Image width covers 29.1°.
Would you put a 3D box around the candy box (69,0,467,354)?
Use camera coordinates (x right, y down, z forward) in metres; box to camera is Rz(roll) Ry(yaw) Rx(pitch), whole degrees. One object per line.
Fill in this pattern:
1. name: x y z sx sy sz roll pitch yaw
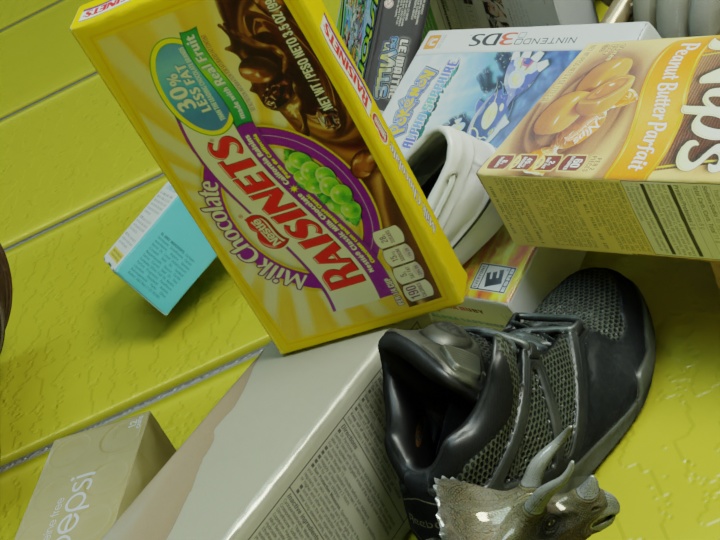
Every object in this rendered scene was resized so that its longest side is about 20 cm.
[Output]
1. candy box: -0.036 -0.049 0.626 0.102 0.200 0.026 -15 36 22

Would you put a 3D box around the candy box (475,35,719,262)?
1. candy box: 0.168 -0.062 0.675 0.200 0.055 0.116 6 47 49

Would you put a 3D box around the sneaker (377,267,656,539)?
1. sneaker: 0.077 0.045 0.662 0.076 0.115 0.200 4 41 41

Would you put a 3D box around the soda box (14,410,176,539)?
1. soda box: -0.141 0.166 0.708 0.067 0.064 0.200 -18 32 18

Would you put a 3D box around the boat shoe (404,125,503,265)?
1. boat shoe: 0.000 0.000 0.774 0.200 0.065 0.074 -52 43 12

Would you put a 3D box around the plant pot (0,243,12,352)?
1. plant pot: -0.319 0.070 0.896 0.200 0.201 0.198 -29 37 0

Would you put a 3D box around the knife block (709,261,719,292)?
1. knife block: 0.272 -0.068 0.715 0.175 0.064 0.200 -12 33 29

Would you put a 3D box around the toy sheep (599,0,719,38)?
1. toy sheep: 0.229 -0.171 0.858 0.200 0.138 0.138 24 57 38

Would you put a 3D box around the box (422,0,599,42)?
1. box: 0.091 -0.198 0.992 0.036 0.145 0.200 -32 29 -21

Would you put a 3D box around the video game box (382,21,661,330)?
1. video game box: 0.073 -0.061 0.845 0.182 0.047 0.201 6 61 48

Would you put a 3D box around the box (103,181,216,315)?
1. box: -0.094 -0.065 0.971 0.200 0.049 0.082 -50 17 -5

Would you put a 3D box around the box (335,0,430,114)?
1. box: 0.011 -0.166 0.976 0.035 0.201 0.110 5 24 -16

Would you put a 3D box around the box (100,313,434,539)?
1. box: -0.032 0.108 0.676 0.078 0.095 0.200 3 41 43

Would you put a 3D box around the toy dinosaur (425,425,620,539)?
1. toy dinosaur: 0.018 0.153 0.553 0.200 0.103 0.077 -38 30 -18
